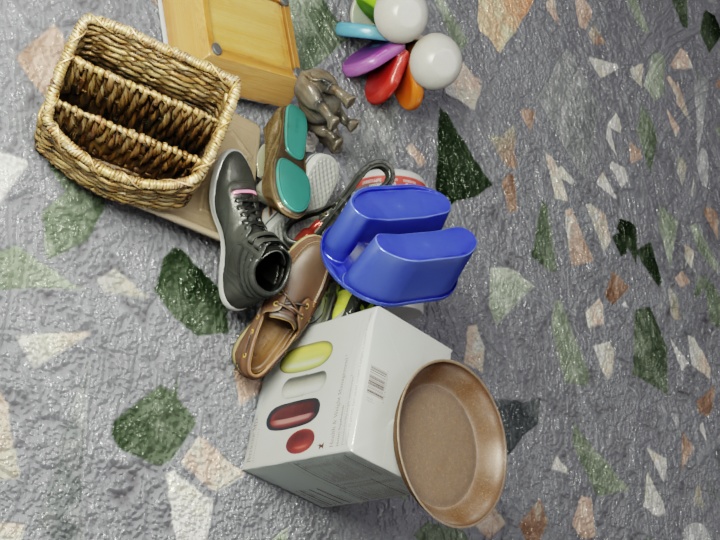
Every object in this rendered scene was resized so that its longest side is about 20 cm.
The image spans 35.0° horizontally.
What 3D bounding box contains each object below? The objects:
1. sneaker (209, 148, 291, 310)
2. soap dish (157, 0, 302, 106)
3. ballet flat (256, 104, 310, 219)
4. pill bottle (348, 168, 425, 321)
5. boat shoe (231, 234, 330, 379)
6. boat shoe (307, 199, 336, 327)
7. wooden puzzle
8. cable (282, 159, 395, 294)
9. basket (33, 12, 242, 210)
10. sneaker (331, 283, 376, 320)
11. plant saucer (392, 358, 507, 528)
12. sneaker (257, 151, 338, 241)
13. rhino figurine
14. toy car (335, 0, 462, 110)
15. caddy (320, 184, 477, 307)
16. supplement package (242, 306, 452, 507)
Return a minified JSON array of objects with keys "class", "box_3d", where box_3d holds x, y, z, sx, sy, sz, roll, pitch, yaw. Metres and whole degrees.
[{"class":"sneaker","box_3d":[-0.128,-0.053,1.387,0.071,0.099,0.201,-2,87,-41]},{"class":"soap dish","box_3d":[-0.169,-0.311,1.511,0.200,0.081,0.158,7,68,-48]},{"class":"ballet flat","box_3d":[-0.106,-0.129,1.468,0.068,0.072,0.200,31,40,-36]},{"class":"pill bottle","box_3d":[0.040,-0.033,1.618,0.116,0.116,0.201,15,66,-42]},{"class":"boat shoe","box_3d":[-0.090,0.050,1.419,0.072,0.068,0.200,30,91,-16]},{"class":"boat shoe","box_3d":[-0.061,-0.006,1.544,0.066,0.072,0.201,66,19,-53]},{"class":"wooden puzzle","box_3d":[-0.214,-0.135,1.446,0.185,0.046,0.201,24,56,-40]},{"class":"cable","box_3d":[-0.035,-0.072,1.496,0.097,0.050,0.200,33,68,-6]},{"class":"basket","box_3d":[-0.258,-0.168,1.290,0.200,0.149,0.143,24,60,-16]},{"class":"sneaker","box_3d":[0.000,0.000,1.526,0.200,0.076,0.075,-66,153,-19]},{"class":"plant saucer","box_3d":[0.101,0.208,1.366,0.200,0.037,0.201,17,66,-42]},{"class":"sneaker","box_3d":[-0.106,-0.069,1.515,0.078,0.079,0.200,47,66,-44]},{"class":"rhino figurine","box_3d":[-0.049,-0.213,1.563,0.087,0.200,0.060,44,79,12]},{"class":"toy car","box_3d":[0.042,-0.329,1.713,0.150,0.175,0.200,-42,113,-6]},{"class":"caddy","box_3d":[0.046,-0.026,1.422,0.200,0.105,0.142,-6,50,-38]},{"class":"supplement package","box_3d":[-0.015,0.176,1.430,0.147,0.200,0.192,32,55,-34]}]
